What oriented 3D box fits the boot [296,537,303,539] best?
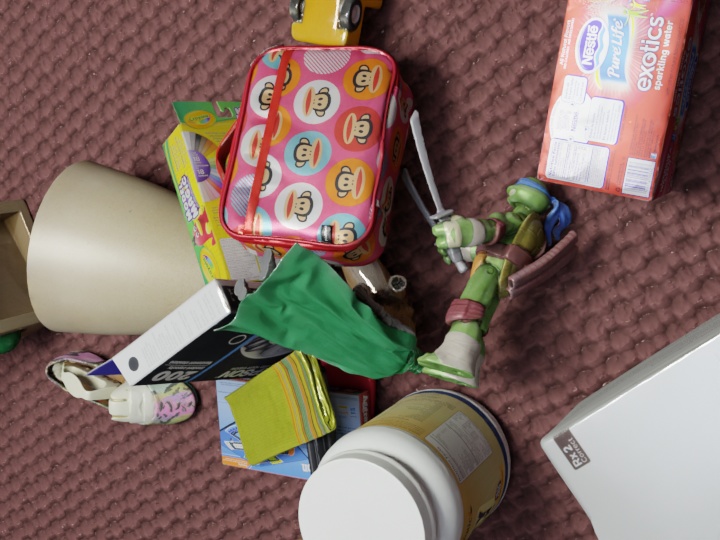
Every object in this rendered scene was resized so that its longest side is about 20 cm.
[{"bbox_3d":[-0.064,0.381,1.002,0.072,0.166,0.201,4,108,27],"label":"boot"}]

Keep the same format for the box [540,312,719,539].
[{"bbox_3d":[0.295,0.160,0.800,0.200,0.131,0.199,-39,81,28],"label":"box"}]

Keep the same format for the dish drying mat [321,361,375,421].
[{"bbox_3d":[-0.018,0.179,1.032,0.077,0.018,0.201,9,104,29],"label":"dish drying mat"}]

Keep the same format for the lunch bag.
[{"bbox_3d":[-0.051,-0.108,0.896,0.175,0.082,0.201,6,75,17],"label":"lunch bag"}]

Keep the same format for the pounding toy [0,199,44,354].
[{"bbox_3d":[-0.478,0.041,1.155,0.142,0.184,0.201,-23,88,29],"label":"pounding toy"}]

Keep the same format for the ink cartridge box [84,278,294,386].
[{"bbox_3d":[-0.138,0.076,0.976,0.200,0.198,0.044,-33,69,29],"label":"ink cartridge box"}]

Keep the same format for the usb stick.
[{"bbox_3d":[-0.036,0.192,0.979,0.032,0.055,0.201,-9,93,7],"label":"usb stick"}]

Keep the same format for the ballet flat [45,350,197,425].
[{"bbox_3d":[-0.289,0.142,1.138,0.199,0.071,0.069,14,104,25],"label":"ballet flat"}]

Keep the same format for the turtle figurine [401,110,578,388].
[{"bbox_3d":[0.079,-0.006,0.867,0.144,0.199,0.195,-12,59,67],"label":"turtle figurine"}]

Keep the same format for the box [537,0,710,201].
[{"bbox_3d":[0.221,-0.166,0.801,0.099,0.095,0.201,14,105,25],"label":"box"}]

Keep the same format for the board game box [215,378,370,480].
[{"bbox_3d":[-0.074,0.172,1.046,0.199,0.019,0.103,2,98,35],"label":"board game box"}]

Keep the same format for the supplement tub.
[{"bbox_3d":[0.044,0.201,0.899,0.144,0.200,0.145,5,102,27],"label":"supplement tub"}]

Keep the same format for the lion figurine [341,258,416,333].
[{"bbox_3d":[0.000,0.000,0.960,0.072,0.123,0.201,-20,71,-3],"label":"lion figurine"}]

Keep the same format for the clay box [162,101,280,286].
[{"bbox_3d":[-0.121,-0.074,0.968,0.048,0.115,0.201,-38,66,46],"label":"clay box"}]

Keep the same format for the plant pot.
[{"bbox_3d":[-0.213,-0.008,1.028,0.199,0.187,0.188,10,104,12],"label":"plant pot"}]

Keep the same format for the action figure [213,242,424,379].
[{"bbox_3d":[-0.017,0.050,0.870,0.118,0.200,0.055,-41,35,29],"label":"action figure"}]

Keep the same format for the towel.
[{"bbox_3d":[-0.086,0.142,0.983,0.200,0.018,0.086,-35,69,54],"label":"towel"}]

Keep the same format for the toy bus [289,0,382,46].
[{"bbox_3d":[-0.012,-0.312,0.908,0.065,0.078,0.201,15,105,24],"label":"toy bus"}]
